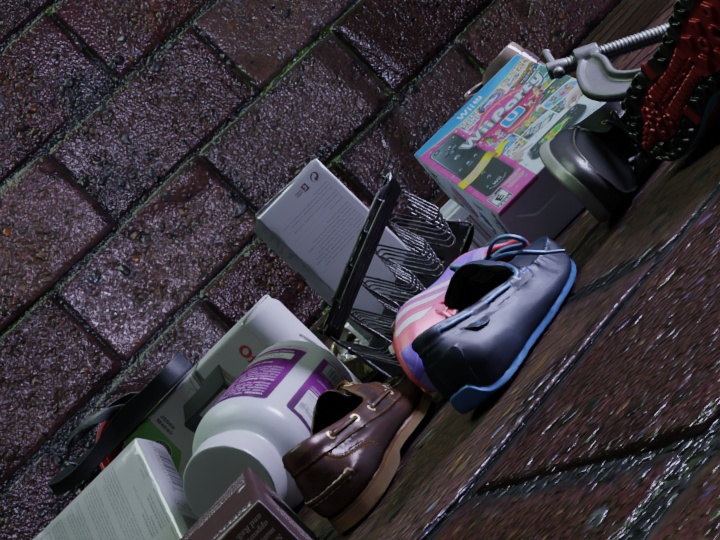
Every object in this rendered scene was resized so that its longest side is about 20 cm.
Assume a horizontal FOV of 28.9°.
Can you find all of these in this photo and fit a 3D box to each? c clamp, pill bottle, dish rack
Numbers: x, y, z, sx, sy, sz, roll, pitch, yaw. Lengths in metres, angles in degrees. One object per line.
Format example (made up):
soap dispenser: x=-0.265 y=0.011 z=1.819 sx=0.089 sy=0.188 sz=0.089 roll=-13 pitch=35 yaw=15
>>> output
c clamp: x=0.240 y=-0.182 z=1.101 sx=0.199 sy=0.027 sz=0.171 roll=-16 pitch=24 yaw=12
pill bottle: x=-0.080 y=0.146 z=1.216 sx=0.112 sy=0.112 sz=0.200 roll=-44 pitch=2 yaw=25
dish rack: x=0.029 y=0.008 z=1.125 sx=0.200 sy=0.054 sz=0.154 roll=43 pitch=-113 yaw=-73

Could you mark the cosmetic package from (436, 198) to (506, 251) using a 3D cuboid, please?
cosmetic package: x=0.135 y=-0.059 z=1.476 sx=0.101 sy=0.071 sz=0.200 roll=-44 pitch=3 yaw=13

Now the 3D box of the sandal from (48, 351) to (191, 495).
sandal: x=-0.248 y=0.148 z=1.407 sx=0.200 sy=0.043 sz=0.076 roll=-46 pitch=3 yaw=15

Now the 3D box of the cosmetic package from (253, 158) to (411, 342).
cosmetic package: x=0.000 y=0.000 z=1.272 sx=0.081 sy=0.200 sz=0.113 roll=-45 pitch=-1 yaw=-7

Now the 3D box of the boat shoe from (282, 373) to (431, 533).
boat shoe: x=-0.001 y=0.111 z=0.992 sx=0.070 sy=0.070 sz=0.200 roll=-46 pitch=1 yaw=18

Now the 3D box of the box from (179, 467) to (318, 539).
box: x=-0.079 y=0.194 z=0.895 sx=0.100 sy=0.075 sz=0.200 roll=-45 pitch=4 yaw=-7

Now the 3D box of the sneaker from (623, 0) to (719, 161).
sneaker: x=0.253 y=-0.159 z=0.943 sx=0.095 sy=0.079 sz=0.200 roll=-32 pitch=-12 yaw=-29

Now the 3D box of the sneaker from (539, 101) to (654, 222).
sneaker: x=0.205 y=-0.109 z=1.079 sx=0.106 sy=0.075 sz=0.200 roll=-44 pitch=2 yaw=23

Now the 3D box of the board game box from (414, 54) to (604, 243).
board game box: x=0.152 y=-0.111 z=1.294 sx=0.148 sy=0.064 sz=0.200 roll=-45 pitch=26 yaw=-1

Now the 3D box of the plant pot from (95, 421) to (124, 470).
plant pot: x=-0.465 y=0.386 z=3.057 sx=0.201 sy=0.201 sz=0.195 roll=-46 pitch=-6 yaw=-8

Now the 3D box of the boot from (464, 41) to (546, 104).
boot: x=0.200 y=-0.177 z=1.436 sx=0.200 sy=0.146 sz=0.070 roll=-41 pitch=3 yaw=42

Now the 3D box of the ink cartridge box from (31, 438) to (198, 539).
ink cartridge box: x=-0.225 y=0.272 z=1.243 sx=0.200 sy=0.161 sz=0.050 roll=-46 pitch=-43 yaw=12

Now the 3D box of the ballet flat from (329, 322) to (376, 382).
ballet flat: x=0.015 y=0.071 z=1.418 sx=0.071 sy=0.071 sz=0.200 roll=-46 pitch=3 yaw=-23

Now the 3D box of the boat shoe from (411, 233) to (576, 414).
boat shoe: x=0.094 y=0.016 z=0.941 sx=0.084 sy=0.069 sz=0.200 roll=-44 pitch=3 yaw=28

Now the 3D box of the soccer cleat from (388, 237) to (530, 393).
soccer cleat: x=0.081 y=0.028 z=1.079 sx=0.076 sy=0.067 sz=0.200 roll=-39 pitch=3 yaw=28

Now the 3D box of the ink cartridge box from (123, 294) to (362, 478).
ink cartridge box: x=-0.115 y=0.147 z=1.396 sx=0.200 sy=0.145 sz=0.084 roll=-45 pitch=3 yaw=25
